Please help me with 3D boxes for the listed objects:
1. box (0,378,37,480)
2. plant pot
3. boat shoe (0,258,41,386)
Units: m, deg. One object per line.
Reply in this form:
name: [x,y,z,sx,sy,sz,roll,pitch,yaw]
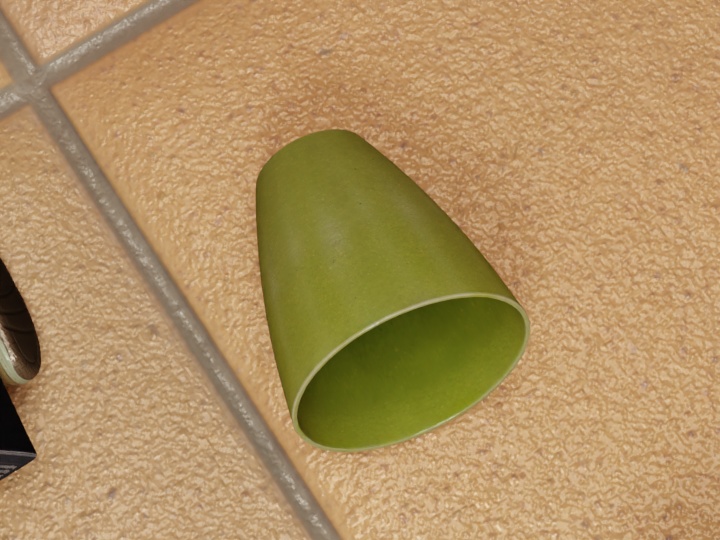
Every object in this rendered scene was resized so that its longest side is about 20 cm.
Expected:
box: [-0.374,0.096,1.540,0.200,0.117,0.197,-31,74,12]
plant pot: [0.000,0.000,1.581,0.187,0.187,0.200,-22,59,-7]
boat shoe: [-0.312,0.011,1.629,0.076,0.072,0.200,-31,67,6]
